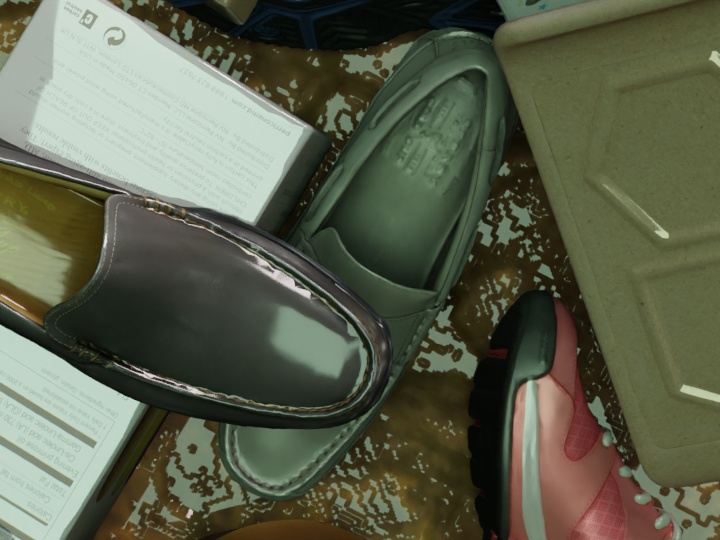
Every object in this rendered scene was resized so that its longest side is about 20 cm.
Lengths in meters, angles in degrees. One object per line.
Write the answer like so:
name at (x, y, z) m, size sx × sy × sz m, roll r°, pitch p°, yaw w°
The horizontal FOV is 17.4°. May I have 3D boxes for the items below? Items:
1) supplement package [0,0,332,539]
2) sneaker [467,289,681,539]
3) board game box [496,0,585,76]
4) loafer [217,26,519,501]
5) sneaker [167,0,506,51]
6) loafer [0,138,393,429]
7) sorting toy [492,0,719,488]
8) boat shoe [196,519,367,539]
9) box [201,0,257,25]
supplement package at (-0.110, 0.006, 0.884) m, size 0.109 × 0.114 × 0.200 m, roll 31°, pitch 93°, yaw 3°
sneaker at (0.091, 0.104, 0.906) m, size 0.087 × 0.074 × 0.201 m, roll -6°, pitch 97°, yaw -7°
board game box at (0.167, -0.081, 0.863) m, size 0.200 × 0.064 × 0.148 m, roll -25°, pitch 123°, yaw 4°
loafer at (0.000, 0.000, 0.894) m, size 0.070 × 0.070 × 0.200 m, roll 24°, pitch 100°, yaw -2°
sneaker at (0.008, -0.133, 0.909) m, size 0.199 × 0.076 × 0.077 m, roll 1°, pitch 71°, yaw 0°
loafer at (-0.085, 0.005, 0.789) m, size 0.200 × 0.072 × 0.073 m, roll 19°, pitch 90°, yaw 1°
sorting toy at (0.160, -0.021, 0.801) m, size 0.185 × 0.037 × 0.200 m, roll -12°, pitch 117°, yaw 23°
boat shoe at (-0.074, 0.138, 0.869) m, size 0.070 × 0.200 × 0.071 m, roll -22°, pitch 78°, yaw 45°
box at (-0.036, -0.205, 0.866) m, size 0.121 × 0.032 × 0.200 m, roll 34°, pitch 87°, yaw 17°
